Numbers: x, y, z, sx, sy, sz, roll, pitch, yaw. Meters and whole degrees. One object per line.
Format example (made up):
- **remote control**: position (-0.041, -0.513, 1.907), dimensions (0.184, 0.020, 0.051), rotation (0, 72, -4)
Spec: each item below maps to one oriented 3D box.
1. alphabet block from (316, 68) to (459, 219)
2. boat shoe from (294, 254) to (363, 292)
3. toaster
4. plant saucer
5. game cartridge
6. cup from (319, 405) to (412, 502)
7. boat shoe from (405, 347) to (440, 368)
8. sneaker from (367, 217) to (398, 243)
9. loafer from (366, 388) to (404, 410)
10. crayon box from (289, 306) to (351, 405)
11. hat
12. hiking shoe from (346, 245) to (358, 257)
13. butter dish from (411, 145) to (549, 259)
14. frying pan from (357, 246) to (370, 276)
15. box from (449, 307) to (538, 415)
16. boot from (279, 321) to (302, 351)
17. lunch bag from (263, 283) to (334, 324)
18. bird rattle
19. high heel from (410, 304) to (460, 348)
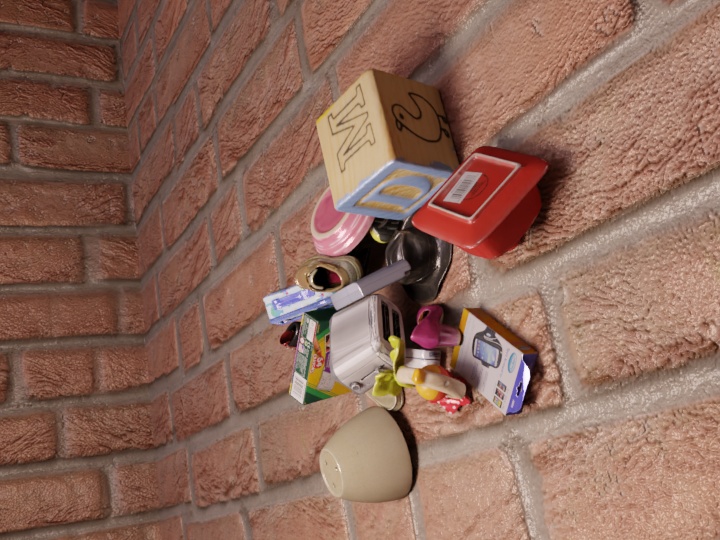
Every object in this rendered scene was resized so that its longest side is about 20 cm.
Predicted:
- **alphabet block**: position (0.051, -0.238, 1.585), dimensions (0.195, 0.193, 0.204), rotation (-33, 62, 42)
- **boat shoe**: position (-0.081, 0.010, 1.697), dimensions (0.198, 0.066, 0.075), rotation (-12, 104, 49)
- **toaster**: position (0.014, 0.137, 1.627), dimensions (0.128, 0.113, 0.203), rotation (-30, 40, 27)
- **plant saucer**: position (-0.041, -0.124, 1.735), dimensions (0.199, 0.050, 0.203), rotation (-35, 40, 35)
- **game cartridge**: position (0.011, 0.032, 1.604), dimensions (0.041, 0.132, 0.200), rotation (60, 160, 1)
- **cup**: position (-0.002, 0.405, 1.714), dimensions (0.199, 0.141, 0.204), rotation (32, 128, 52)
- **boat shoe**: position (0.089, 0.190, 1.658), dimensions (0.199, 0.072, 0.067), rotation (-5, 81, 61)
- **sneaker**: position (0.026, -0.108, 1.773), dimensions (0.201, 0.077, 0.092), rotation (-113, 36, -53)
- **loafer**: position (0.011, 0.224, 1.737), dimensions (0.200, 0.068, 0.076), rotation (48, 127, 13)
- **crayon box**: position (-0.065, 0.184, 1.821), dimensions (0.058, 0.171, 0.204), rotation (28, 115, 41)
- **hat**: position (0.098, -0.035, 1.634), dimensions (0.199, 0.079, 0.205), rotation (-3, 87, 61)
- **hiking shoe**: position (-0.029, -0.058, 1.826), dimensions (0.201, 0.074, 0.102), rotation (-94, 22, -70)
- **butter dish**: position (0.222, -0.092, 1.371), dimensions (0.200, 0.148, 0.199), rotation (-47, 33, -9)
- **frying pan**: position (-0.003, 0.016, 1.765), dimensions (0.190, 0.030, 0.117), rotation (-65, -13, -68)
- **box**: position (0.238, 0.163, 1.434), dimensions (0.200, 0.041, 0.121), rotation (39, 123, 51)
- **boot**: position (-0.146, 0.198, 1.999), dimensions (0.073, 0.142, 0.202), rotation (58, 139, 39)
- **lunch bag**: position (-0.115, 0.058, 1.868), dimensions (0.197, 0.160, 0.084), rotation (-21, 87, 25)
- **bird rattle**: position (0.124, 0.211, 1.477), dimensions (0.114, 0.198, 0.163), rotation (-65, 16, -11)
- **high heel**: position (0.116, 0.106, 1.557), dimensions (0.200, 0.094, 0.069), rotation (-127, 46, -69)
